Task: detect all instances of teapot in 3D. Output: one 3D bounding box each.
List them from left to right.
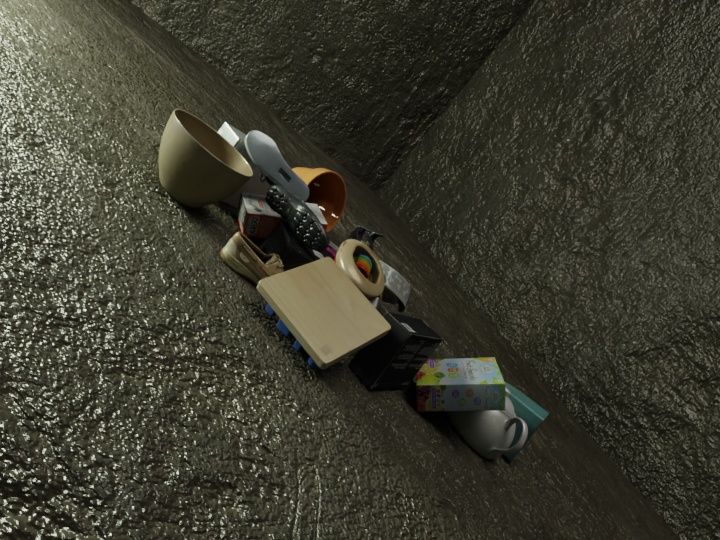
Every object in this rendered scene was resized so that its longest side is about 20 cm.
[{"bbox_3d":[0.312,0.346,1.442,0.200,0.146,0.197,47,13,16],"label":"teapot"}]

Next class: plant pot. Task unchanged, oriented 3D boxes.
[{"bbox_3d":[-0.340,-0.212,1.232,0.199,0.135,0.201,40,12,-10],"label":"plant pot"},{"bbox_3d":[-0.157,-0.219,1.771,0.138,0.204,0.199,29,2,36],"label":"plant pot"},{"bbox_3d":[0.376,0.377,1.588,0.199,0.143,0.141,39,10,22],"label":"plant pot"}]

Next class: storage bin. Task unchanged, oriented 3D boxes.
[{"bbox_3d":[-0.125,-0.006,1.336,0.198,0.094,0.136,34,15,-34],"label":"storage bin"}]

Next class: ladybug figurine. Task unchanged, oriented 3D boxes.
[{"bbox_3d":[-0.009,0.005,1.291,0.136,0.072,0.201,48,23,-7],"label":"ladybug figurine"}]

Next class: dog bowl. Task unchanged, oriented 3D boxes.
[{"bbox_3d":[0.054,0.034,1.650,0.197,0.059,0.201,31,-16,10],"label":"dog bowl"}]

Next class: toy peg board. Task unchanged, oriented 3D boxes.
[{"bbox_3d":[-0.080,0.099,1.129,0.200,0.099,0.197,47,38,19],"label":"toy peg board"}]

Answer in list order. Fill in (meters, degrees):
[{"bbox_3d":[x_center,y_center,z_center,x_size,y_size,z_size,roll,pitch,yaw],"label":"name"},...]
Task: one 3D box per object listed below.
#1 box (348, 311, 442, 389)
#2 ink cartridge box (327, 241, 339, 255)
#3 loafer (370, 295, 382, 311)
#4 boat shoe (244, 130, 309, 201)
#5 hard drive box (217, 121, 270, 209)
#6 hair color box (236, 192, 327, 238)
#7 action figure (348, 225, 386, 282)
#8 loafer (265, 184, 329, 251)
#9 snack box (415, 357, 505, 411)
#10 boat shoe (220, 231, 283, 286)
[{"bbox_3d":[0.079,0.174,1.266,0.078,0.143,0.199,38,8,26],"label":"box"},{"bbox_3d":[-0.105,-0.031,1.530,0.198,0.075,0.166,35,13,-36],"label":"ink cartridge box"},{"bbox_3d":[0.019,0.093,1.516,0.073,0.073,0.200,41,13,-7],"label":"loafer"},{"bbox_3d":[-0.201,-0.235,1.379,0.199,0.075,0.067,43,-26,-25],"label":"boat shoe"},{"bbox_3d":[-0.289,-0.238,1.438,0.077,0.157,0.199,47,12,30],"label":"hard drive box"},{"bbox_3d":[-0.187,-0.121,1.408,0.195,0.065,0.112,8,28,-24],"label":"hair color box"},{"bbox_3d":[0.000,0.000,1.446,0.100,0.206,0.118,10,-6,39],"label":"action figure"},{"bbox_3d":[-0.130,-0.117,1.306,0.200,0.069,0.070,45,20,24],"label":"loafer"},{"bbox_3d":[0.224,0.259,1.361,0.193,0.070,0.169,-1,12,4],"label":"snack box"},{"bbox_3d":[-0.183,0.001,1.184,0.198,0.065,0.072,37,13,-28],"label":"boat shoe"}]
